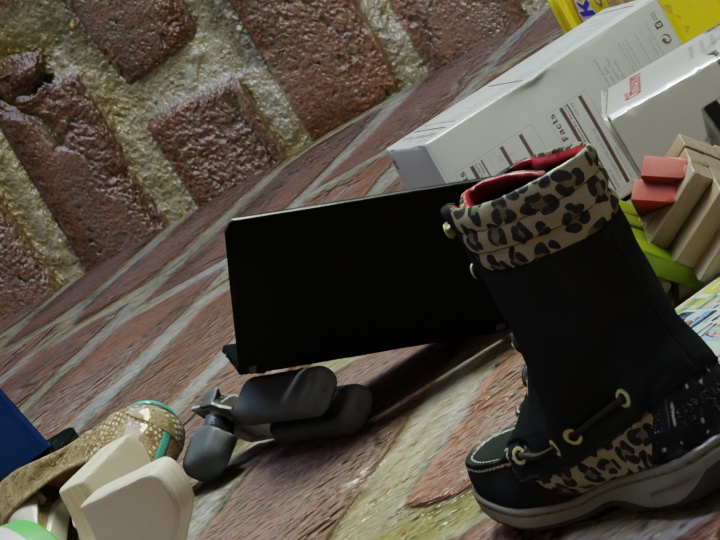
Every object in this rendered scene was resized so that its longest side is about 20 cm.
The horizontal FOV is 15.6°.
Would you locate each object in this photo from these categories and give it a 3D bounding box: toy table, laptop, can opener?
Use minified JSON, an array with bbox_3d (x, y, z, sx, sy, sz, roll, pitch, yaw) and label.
[{"bbox_3d":[-0.125,0.167,1.235,0.183,0.118,0.200,-29,9,22],"label":"toy table"},{"bbox_3d":[0.000,0.000,1.637,0.176,0.104,0.200,-9,5,-6],"label":"laptop"},{"bbox_3d":[-0.059,0.105,1.680,0.200,0.053,0.067,-15,51,64],"label":"can opener"}]

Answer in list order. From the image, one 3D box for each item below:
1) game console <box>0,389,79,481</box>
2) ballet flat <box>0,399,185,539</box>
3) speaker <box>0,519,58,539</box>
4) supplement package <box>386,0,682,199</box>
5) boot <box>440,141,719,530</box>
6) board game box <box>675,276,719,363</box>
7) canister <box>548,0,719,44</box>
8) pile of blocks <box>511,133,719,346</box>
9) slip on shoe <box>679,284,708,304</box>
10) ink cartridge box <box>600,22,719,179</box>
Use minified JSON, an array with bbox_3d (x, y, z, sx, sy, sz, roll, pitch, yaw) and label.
[{"bbox_3d":[-0.350,0.160,2.160,0.199,0.119,0.171,-30,8,6],"label":"game console"},{"bbox_3d":[-0.195,0.155,1.771,0.200,0.070,0.066,-39,30,37],"label":"ballet flat"},{"bbox_3d":[-0.244,0.223,1.460,0.200,0.089,0.088,-37,9,-32],"label":"speaker"},{"bbox_3d":[0.137,-0.093,1.859,0.199,0.110,0.114,-33,8,-11],"label":"supplement package"},{"bbox_3d":[0.082,0.029,1.137,0.073,0.154,0.203,-35,8,-26],"label":"boot"},{"bbox_3d":[0.192,0.026,1.201,0.134,0.029,0.200,-35,8,-15],"label":"board game box"},{"bbox_3d":[0.230,-0.188,1.965,0.086,0.149,0.200,-33,9,-13],"label":"canister"},{"bbox_3d":[0.123,0.002,1.357,0.200,0.062,0.083,-45,35,48],"label":"pile of blocks"},{"bbox_3d":[0.179,-0.019,1.412,0.076,0.061,0.200,-34,8,-17],"label":"slip on shoe"},{"bbox_3d":[0.258,-0.120,1.658,0.199,0.083,0.147,-30,7,11],"label":"ink cartridge box"}]
